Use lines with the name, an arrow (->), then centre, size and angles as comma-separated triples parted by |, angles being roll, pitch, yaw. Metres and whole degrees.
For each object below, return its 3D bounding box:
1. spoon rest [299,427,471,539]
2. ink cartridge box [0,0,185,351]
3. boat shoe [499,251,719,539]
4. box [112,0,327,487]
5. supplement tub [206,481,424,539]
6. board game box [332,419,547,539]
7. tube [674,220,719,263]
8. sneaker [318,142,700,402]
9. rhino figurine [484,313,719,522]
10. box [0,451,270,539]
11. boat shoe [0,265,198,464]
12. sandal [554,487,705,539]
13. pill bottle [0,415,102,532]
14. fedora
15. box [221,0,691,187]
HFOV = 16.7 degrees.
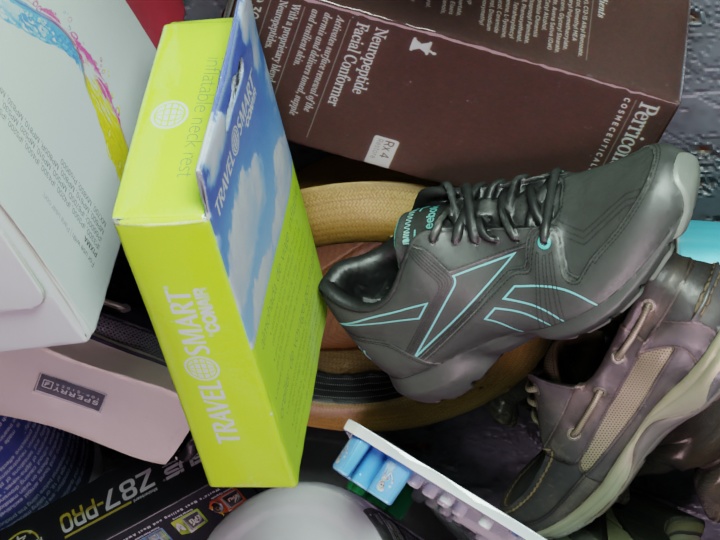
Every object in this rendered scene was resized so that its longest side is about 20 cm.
spoon rest -> 0.035, 0.136, 1.406 | 0.200, 0.061, 0.099 | 15, 144, -6
ink cartridge box -> -0.186, -0.079, 1.071 | 0.145, 0.200, 0.145 | -8, 139, 22
boat shoe -> 0.121, 0.055, 1.198 | 0.073, 0.075, 0.200 | 36, 128, -4
box -> -0.058, -0.012, 1.063 | 0.048, 0.122, 0.200 | -2, 137, 12
supplement tub -> 0.001, 0.196, 1.318 | 0.123, 0.123, 0.200 | -7, 156, 22
board game box -> 0.076, 0.145, 1.237 | 0.200, 0.026, 0.200 | 31, 174, 6
tube -> 0.252, 0.007, 1.201 | 0.200, 0.050, 0.077 | 4, 145, 3
sneaker -> 0.063, -0.005, 1.091 | 0.079, 0.075, 0.200 | 40, 130, -21
rhino figurine -> 0.161, 0.081, 1.301 | 0.200, 0.060, 0.087 | 34, 113, -28
box -> -0.124, 0.178, 1.379 | 0.200, 0.049, 0.161 | -28, 140, 5
boat shoe -> -0.164, 0.028, 1.288 | 0.200, 0.093, 0.075 | 25, 126, -12
sandal -> 0.134, 0.149, 1.330 | 0.080, 0.057, 0.201 | 24, -171, 14
pill bottle -> -0.214, 0.102, 1.383 | 0.111, 0.111, 0.200 | -9, 138, 24
fedora -> 0.000, 0.000, 1.224 | 0.201, 0.082, 0.201 | 3, 139, 3
box -> 0.037, -0.096, 1.100 | 0.200, 0.075, 0.100 | 14, 142, -6
